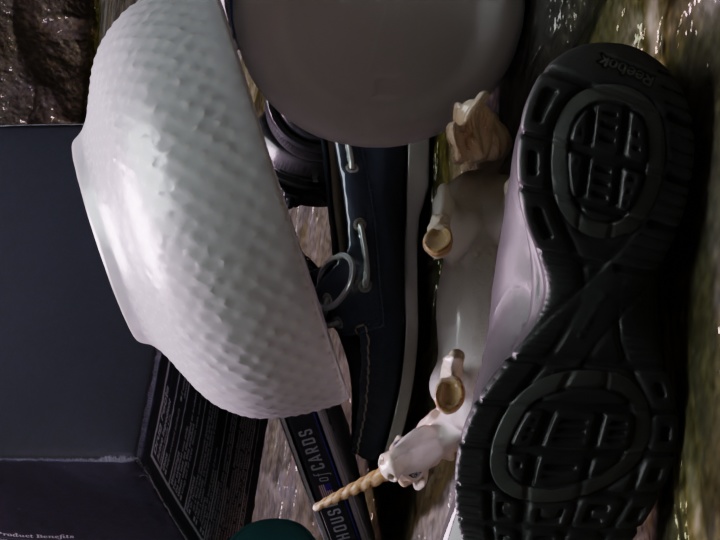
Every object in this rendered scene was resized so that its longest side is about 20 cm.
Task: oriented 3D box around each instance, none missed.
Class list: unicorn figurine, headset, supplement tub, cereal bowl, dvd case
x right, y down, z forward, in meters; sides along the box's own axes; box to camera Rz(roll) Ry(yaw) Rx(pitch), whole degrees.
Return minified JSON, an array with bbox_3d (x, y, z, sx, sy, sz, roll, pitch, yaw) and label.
[{"bbox_3d":[0.045,0.028,1.090,0.137,0.074,0.200,-107,35,-87],"label":"unicorn figurine"},{"bbox_3d":[-0.015,-0.076,1.478,0.124,0.094,0.200,111,175,-57],"label":"headset"},{"bbox_3d":[-0.004,-0.147,1.206,0.200,0.132,0.132,-109,25,-67],"label":"supplement tub"},{"bbox_3d":[-0.073,-0.025,1.128,0.200,0.083,0.200,162,90,-90],"label":"cereal bowl"},{"bbox_3d":[-0.029,0.061,1.361,0.150,0.025,0.200,-104,-3,-53],"label":"dvd case"}]

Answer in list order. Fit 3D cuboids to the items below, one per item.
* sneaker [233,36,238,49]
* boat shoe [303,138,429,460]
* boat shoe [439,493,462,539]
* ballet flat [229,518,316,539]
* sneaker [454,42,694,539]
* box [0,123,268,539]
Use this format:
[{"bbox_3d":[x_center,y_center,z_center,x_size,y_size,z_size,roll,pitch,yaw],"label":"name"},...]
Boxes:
[{"bbox_3d":[-0.050,-0.183,1.437,0.075,0.076,0.200,62,159,5],"label":"sneaker"},{"bbox_3d":[0.000,0.000,1.327,0.075,0.062,0.200,166,107,-79],"label":"boat shoe"},{"bbox_3d":[0.050,0.156,1.000,0.057,0.067,0.200,-105,24,-72],"label":"boat shoe"},{"bbox_3d":[-0.043,0.192,1.292,0.200,0.071,0.071,-107,22,-70],"label":"ballet flat"},{"bbox_3d":[0.078,0.017,0.919,0.091,0.076,0.200,-92,13,-82],"label":"sneaker"},{"bbox_3d":[-0.131,0.054,1.374,0.198,0.123,0.200,70,-156,-57],"label":"box"}]
